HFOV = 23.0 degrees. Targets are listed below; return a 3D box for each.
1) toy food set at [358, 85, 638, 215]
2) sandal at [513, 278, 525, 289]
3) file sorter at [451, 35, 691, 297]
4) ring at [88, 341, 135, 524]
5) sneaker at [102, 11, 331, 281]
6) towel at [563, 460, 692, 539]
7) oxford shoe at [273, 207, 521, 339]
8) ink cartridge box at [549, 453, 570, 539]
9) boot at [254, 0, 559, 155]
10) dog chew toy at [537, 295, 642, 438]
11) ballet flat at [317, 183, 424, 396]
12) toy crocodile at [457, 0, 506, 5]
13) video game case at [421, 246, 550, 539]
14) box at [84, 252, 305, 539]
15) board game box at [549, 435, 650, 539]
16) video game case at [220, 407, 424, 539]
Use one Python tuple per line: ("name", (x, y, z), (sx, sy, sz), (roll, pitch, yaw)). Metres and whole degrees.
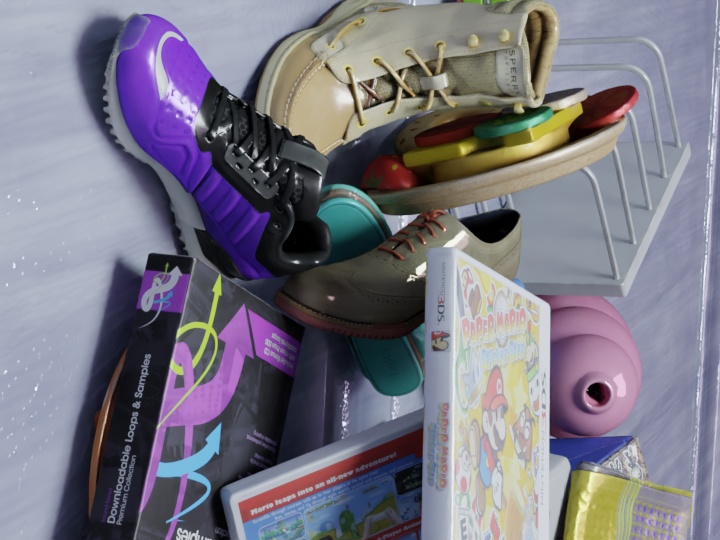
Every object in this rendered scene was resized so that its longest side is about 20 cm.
("toy food set", (0.091, -0.087, 1.212), (0.200, 0.196, 0.049), (-30, 107, -56))
("sandal", (0.085, 0.029, 1.319), (0.080, 0.087, 0.200), (59, 1, 31))
("file sorter", (0.168, -0.089, 1.435), (0.201, 0.137, 0.125), (-57, 139, -44))
("ring", (-0.105, 0.113, 1.036), (0.200, 0.019, 0.203), (-14, 106, -63))
("sneaker", (-0.067, -0.068, 0.989), (0.201, 0.098, 0.070), (64, 37, -47))
("towel", (0.189, 0.244, 1.267), (0.143, 0.023, 0.202), (24, 68, -42))
("oxford shoe", (0.026, -0.006, 1.112), (0.199, 0.070, 0.076), (-10, 123, -47))
("ink cartridge box", (0.040, 0.176, 1.200), (0.200, 0.143, 0.086), (-18, 116, -62))
("boot", (0.033, -0.120, 1.125), (0.200, 0.154, 0.073), (-48, 136, -51))
("dog chew toy", (0.171, 0.080, 1.423), (0.200, 0.123, 0.126), (-119, -150, -82))
("ballet flat", (0.000, 0.000, 1.200), (0.071, 0.067, 0.201), (-94, 167, -45))
("toy crocodile", (0.096, -0.246, 1.357), (0.067, 0.061, 0.203), (-8, 97, -63))
("video game case", (0.080, 0.094, 1.075), (0.200, 0.023, 0.184), (25, 64, -65))
("box", (-0.093, 0.108, 1.000), (0.143, 0.036, 0.202), (36, 63, -60))
("board game box", (0.154, 0.240, 1.360), (0.096, 0.158, 0.202), (-27, 105, -43))
("video game case", (0.003, 0.195, 1.044), (0.142, 0.017, 0.202), (-19, 112, -22))
